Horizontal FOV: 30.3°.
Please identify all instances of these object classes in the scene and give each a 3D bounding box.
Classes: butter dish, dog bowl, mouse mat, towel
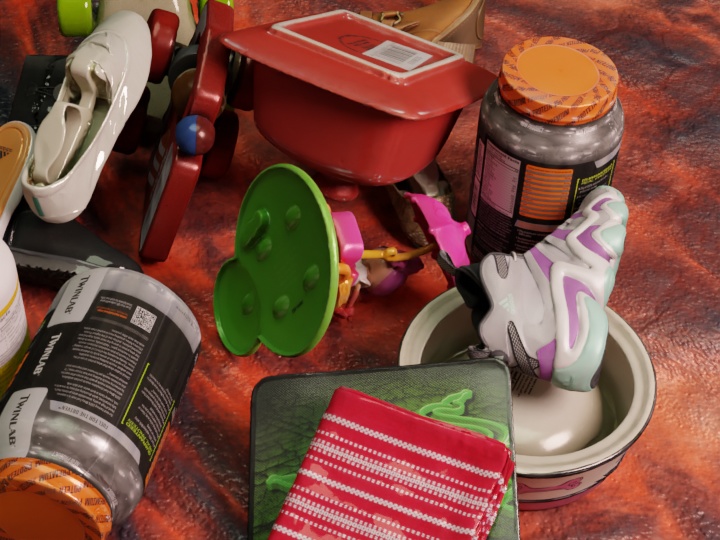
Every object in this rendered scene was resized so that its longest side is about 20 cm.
[{"bbox_3d":[-0.007,-0.131,1.153,0.199,0.148,0.200,24,25,20],"label":"butter dish"},{"bbox_3d":[0.126,0.100,1.042,0.199,0.074,0.201,1,46,-1],"label":"dog bowl"},{"bbox_3d":[0.014,0.146,0.963,0.199,0.008,0.162,-6,68,11],"label":"mouse mat"},{"bbox_3d":[0.008,0.191,0.925,0.144,0.022,0.201,20,73,17],"label":"towel"}]

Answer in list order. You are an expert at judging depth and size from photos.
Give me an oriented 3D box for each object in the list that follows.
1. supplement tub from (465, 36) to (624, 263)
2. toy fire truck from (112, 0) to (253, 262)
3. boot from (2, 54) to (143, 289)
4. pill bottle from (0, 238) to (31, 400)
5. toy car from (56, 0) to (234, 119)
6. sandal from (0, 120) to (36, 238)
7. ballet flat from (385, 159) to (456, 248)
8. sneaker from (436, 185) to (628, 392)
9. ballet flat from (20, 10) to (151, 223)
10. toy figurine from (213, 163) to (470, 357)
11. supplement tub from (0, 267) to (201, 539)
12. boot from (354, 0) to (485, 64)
[{"bbox_3d":[0.158,-0.091,1.144,0.122,0.200,0.123,2,45,-2],"label":"supplement tub"},{"bbox_3d":[-0.152,-0.127,1.173,0.112,0.200,0.168,15,39,-19],"label":"toy fire truck"},{"bbox_3d":[-0.239,-0.085,1.154,0.164,0.066,0.201,12,72,9],"label":"boot"},{"bbox_3d":[-0.304,0.035,0.993,0.104,0.200,0.104,1,44,-1],"label":"pill bottle"},{"bbox_3d":[-0.218,-0.233,1.344,0.164,0.158,0.200,-3,16,-11],"label":"toy car"},{"bbox_3d":[-0.337,-0.038,1.101,0.079,0.059,0.207,13,78,33],"label":"sandal"},{"bbox_3d":[0.045,-0.106,1.248,0.070,0.065,0.200,-12,47,-18],"label":"ballet flat"},{"bbox_3d":[0.130,-0.003,1.038,0.139,0.078,0.200,12,45,8],"label":"sneaker"},{"bbox_3d":[-0.227,-0.137,1.098,0.069,0.069,0.201,15,75,12],"label":"ballet flat"},{"bbox_3d":[0.000,0.000,1.099,0.184,0.200,0.151,-3,64,-34],"label":"toy figurine"},{"bbox_3d":[-0.202,0.105,0.984,0.122,0.123,0.200,10,45,7],"label":"supplement tub"},{"bbox_3d":[0.050,-0.253,1.400,0.155,0.077,0.201,6,52,9],"label":"boot"}]
